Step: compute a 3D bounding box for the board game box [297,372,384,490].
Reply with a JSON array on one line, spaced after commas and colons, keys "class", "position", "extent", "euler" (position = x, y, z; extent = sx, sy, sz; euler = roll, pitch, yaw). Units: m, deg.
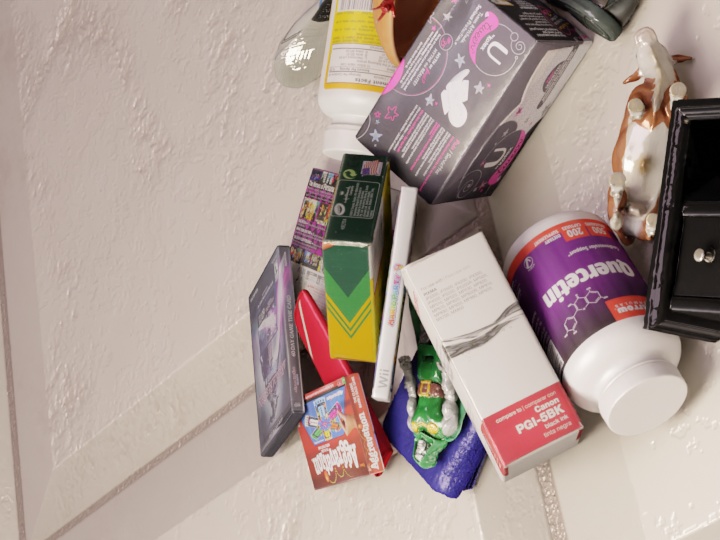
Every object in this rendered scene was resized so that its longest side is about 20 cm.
[{"class": "board game box", "position": [-0.027, 0.173, 1.832], "extent": [0.200, 0.019, 0.103], "euler": [146, 108, -69]}]

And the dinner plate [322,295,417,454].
[{"class": "dinner plate", "position": [0.014, 0.104, 1.878], "extent": [0.200, 0.024, 0.201], "euler": [-20, 64, 49]}]

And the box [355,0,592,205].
[{"class": "box", "position": [0.114, -0.177, 1.718], "extent": [0.115, 0.132, 0.200], "euler": [44, 117, 21]}]

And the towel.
[{"class": "towel", "position": [0.104, 0.112, 1.741], "extent": [0.148, 0.049, 0.201], "euler": [45, 114, 52]}]

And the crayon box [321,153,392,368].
[{"class": "crayon box", "position": [0.000, 0.000, 1.726], "extent": [0.200, 0.051, 0.127], "euler": [86, -169, -45]}]

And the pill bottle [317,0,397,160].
[{"class": "pill bottle", "position": [0.014, -0.220, 1.894], "extent": [0.113, 0.112, 0.201], "euler": [1, 81, 52]}]

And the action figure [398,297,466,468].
[{"class": "action figure", "position": [0.075, 0.094, 1.703], "extent": [0.118, 0.055, 0.201], "euler": [-5, 78, 51]}]

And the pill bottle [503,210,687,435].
[{"class": "pill bottle", "position": [0.213, 0.048, 1.560], "extent": [0.113, 0.112, 0.200], "euler": [-54, 43, 28]}]

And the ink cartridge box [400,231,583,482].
[{"class": "ink cartridge box", "position": [0.120, 0.080, 1.583], "extent": [0.083, 0.147, 0.201], "euler": [-26, 78, -1]}]

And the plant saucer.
[{"class": "plant saucer", "position": [0.066, -0.305, 1.789], "extent": [0.037, 0.200, 0.201], "euler": [21, 98, 22]}]

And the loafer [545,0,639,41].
[{"class": "loafer", "position": [0.204, -0.294, 1.720], "extent": [0.063, 0.072, 0.200], "euler": [-49, 49, 4]}]

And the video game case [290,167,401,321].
[{"class": "video game case", "position": [-0.025, -0.014, 1.922], "extent": [0.200, 0.036, 0.182], "euler": [19, 96, 64]}]

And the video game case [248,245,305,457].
[{"class": "video game case", "position": [-0.096, 0.092, 1.962], "extent": [0.143, 0.019, 0.201], "euler": [124, 145, -59]}]

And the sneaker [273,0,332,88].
[{"class": "sneaker", "position": [-0.029, -0.291, 2.012], "extent": [0.200, 0.072, 0.073], "euler": [-40, 24, 31]}]

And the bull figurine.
[{"class": "bull figurine", "position": [0.260, -0.120, 1.565], "extent": [0.065, 0.121, 0.201], "euler": [6, 94, 11]}]

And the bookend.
[{"class": "bookend", "position": [0.345, -0.038, 1.429], "extent": [0.198, 0.092, 0.201], "euler": [4, 85, 52]}]

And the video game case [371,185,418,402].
[{"class": "video game case", "position": [0.034, 0.026, 1.688], "extent": [0.143, 0.018, 0.201], "euler": [72, -154, -84]}]

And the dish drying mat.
[{"class": "dish drying mat", "position": [-0.021, 0.119, 1.834], "extent": [0.200, 0.018, 0.077], "euler": [63, 159, 20]}]

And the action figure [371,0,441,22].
[{"class": "action figure", "position": [0.044, -0.309, 1.644], "extent": [0.065, 0.200, 0.099], "euler": [21, 60, 43]}]
